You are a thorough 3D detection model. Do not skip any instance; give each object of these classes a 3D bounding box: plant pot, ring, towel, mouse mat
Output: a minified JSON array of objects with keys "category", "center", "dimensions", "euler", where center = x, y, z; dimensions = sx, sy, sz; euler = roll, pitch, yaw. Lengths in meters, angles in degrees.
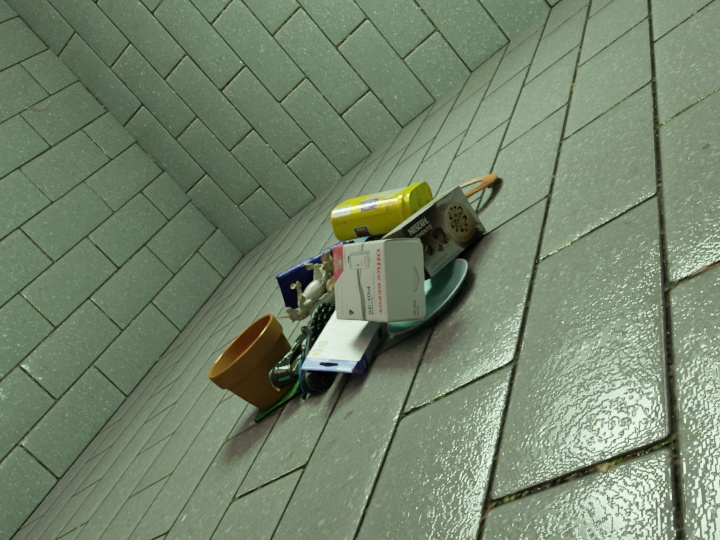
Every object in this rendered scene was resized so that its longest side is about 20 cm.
[{"category":"plant pot","center":[-0.227,0.217,1.651],"dimensions":[0.200,0.140,0.200],"euler":[-40,14,12]},{"category":"ring","center":[0.233,-0.176,1.712],"dimensions":[0.199,0.019,0.201],"euler":[-26,11,6]},{"category":"towel","center":[-0.112,0.010,1.806],"dimensions":[0.199,0.050,0.148],"euler":[-28,-35,-14]},{"category":"mouse mat","center":[-0.152,0.252,1.642],"dimensions":[0.199,0.008,0.161],"euler":[-36,15,26]}]

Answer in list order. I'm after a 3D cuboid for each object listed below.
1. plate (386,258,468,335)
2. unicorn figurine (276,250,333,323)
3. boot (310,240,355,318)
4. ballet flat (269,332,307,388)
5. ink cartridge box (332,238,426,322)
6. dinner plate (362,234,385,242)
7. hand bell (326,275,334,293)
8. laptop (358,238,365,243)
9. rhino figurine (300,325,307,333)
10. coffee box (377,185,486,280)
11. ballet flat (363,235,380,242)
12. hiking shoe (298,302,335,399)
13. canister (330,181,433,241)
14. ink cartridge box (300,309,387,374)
[{"category":"plate","center":[0.131,0.056,1.377],"dimensions":[0.200,0.026,0.200],"euler":[-41,12,11]},{"category":"unicorn figurine","center":[-0.123,0.053,1.730],"dimensions":[0.199,0.074,0.138],"euler":[-38,-25,-6]},{"category":"boot","center":[-0.055,0.040,1.612],"dimensions":[0.137,0.078,0.202],"euler":[-17,56,18]},{"category":"ballet flat","center":[-0.127,0.195,1.590],"dimensions":[0.068,0.069,0.200],"euler":[-17,18,27]},{"category":"ink cartridge box","center":[0.030,0.019,1.350],"dimensions":[0.082,0.149,0.199],"euler":[-2,-1,-29]},{"category":"dinner plate","center":[0.057,-0.071,1.768],"dimensions":[0.199,0.024,0.200],"euler":[-28,-16,-9]},{"category":"hand bell","center":[-0.053,0.117,1.648],"dimensions":[0.104,0.104,0.201],"euler":[-31,29,40]},{"category":"laptop","center":[0.049,-0.105,1.906],"dimensions":[0.187,0.116,0.200],"euler":[-42,-22,6]},{"category":"rhino figurine","center":[-0.076,0.098,1.781],"dimensions":[0.087,0.060,0.201],"euler":[-39,14,42]},{"category":"coffee box","center":[0.144,-0.069,1.444],"dimensions":[0.199,0.114,0.080],"euler":[-36,6,-37]},{"category":"ballet flat","center":[0.000,0.000,1.708],"dimensions":[0.067,0.076,0.200],"euler":[-4,-29,-36]},{"category":"hiking shoe","center":[-0.096,0.160,1.515],"dimensions":[0.087,0.074,0.202],"euler":[-37,34,50]},{"category":"canister","center":[0.049,-0.129,1.629],"dimensions":[0.198,0.088,0.148],"euler":[-9,16,28]},{"category":"ink cartridge box","center":[-0.025,0.142,1.430],"dimensions":[0.118,0.042,0.200],"euler":[0,33,26]}]
